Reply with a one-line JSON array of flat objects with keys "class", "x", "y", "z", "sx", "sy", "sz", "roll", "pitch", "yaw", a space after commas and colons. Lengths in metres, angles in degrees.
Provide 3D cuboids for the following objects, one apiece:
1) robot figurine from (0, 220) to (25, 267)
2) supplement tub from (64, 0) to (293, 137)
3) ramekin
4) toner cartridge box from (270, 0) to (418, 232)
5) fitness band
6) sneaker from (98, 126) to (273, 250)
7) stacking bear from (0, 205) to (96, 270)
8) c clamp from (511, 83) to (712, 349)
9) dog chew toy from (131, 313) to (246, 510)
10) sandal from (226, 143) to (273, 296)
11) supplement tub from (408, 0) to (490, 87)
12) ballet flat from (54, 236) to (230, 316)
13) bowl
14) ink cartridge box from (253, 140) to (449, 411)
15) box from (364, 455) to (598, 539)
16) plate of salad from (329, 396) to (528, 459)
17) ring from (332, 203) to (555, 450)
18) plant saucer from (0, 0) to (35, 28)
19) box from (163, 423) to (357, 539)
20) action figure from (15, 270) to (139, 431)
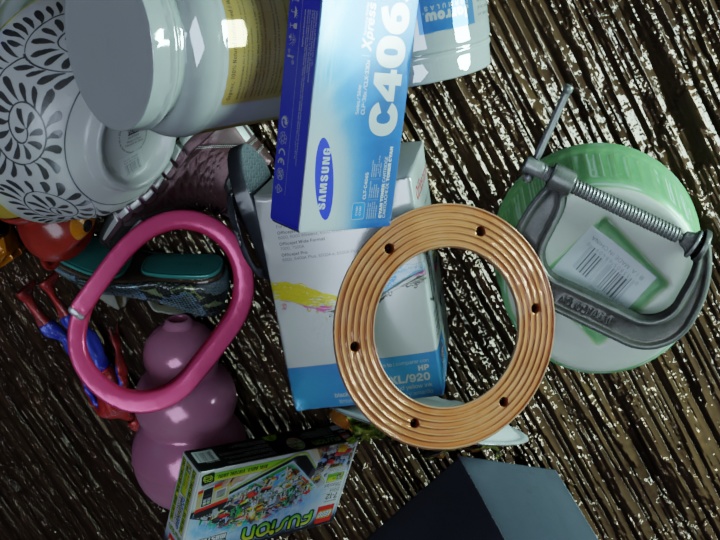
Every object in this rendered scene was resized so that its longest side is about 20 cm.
[{"class": "robot figurine", "x": -0.390, "y": -0.109, "z": 0.945, "sx": 0.143, "sy": 0.058, "sz": 0.203, "roll": -26, "pitch": 103, "yaw": 17}, {"class": "supplement tub", "x": -0.110, "y": -0.184, "z": 0.716, "sx": 0.143, "sy": 0.198, "sz": 0.148, "roll": 18, "pitch": 116, "yaw": 41}, {"class": "ramekin", "x": 0.216, "y": -0.006, "z": 0.847, "sx": 0.195, "sy": 0.098, "sz": 0.205, "roll": 3, "pitch": 110, "yaw": 9}, {"class": "toner cartridge box", "x": -0.011, "y": -0.134, "z": 0.697, "sx": 0.043, "sy": 0.094, "sz": 0.205, "roll": 24, "pitch": 113, "yaw": 47}, {"class": "fitness band", "x": -0.188, "y": 0.037, "z": 0.877, "sx": 0.143, "sy": 0.037, "sz": 0.201, "roll": 39, "pitch": 84, "yaw": -10}, {"class": "sneaker", "x": -0.163, "y": -0.062, "z": 0.912, "sx": 0.115, "sy": 0.076, "sz": 0.200, "roll": 44, "pitch": 110, "yaw": -10}, {"class": "stacking bear", "x": -0.310, "y": -0.092, "z": 0.852, "sx": 0.111, "sy": 0.123, "sz": 0.202, "roll": 4, "pitch": 137, "yaw": 26}, {"class": "c clamp", "x": 0.211, "y": -0.028, "z": 0.773, "sx": 0.197, "sy": 0.027, "sz": 0.173, "roll": 30, "pitch": 112, "yaw": 0}, {"class": "dog chew toy", "x": -0.179, "y": 0.144, "z": 0.958, "sx": 0.121, "sy": 0.125, "sz": 0.205, "roll": 3, "pitch": 109, "yaw": 9}, {"class": "sandal", "x": -0.095, "y": -0.027, "z": 0.875, "sx": 0.042, "sy": 0.077, "sz": 0.203, "roll": -7, "pitch": 133, "yaw": 8}, {"class": "supplement tub", "x": 0.036, "y": -0.265, "z": 0.774, "sx": 0.129, "sy": 0.132, "sz": 0.204, "roll": -7, "pitch": 108, "yaw": 12}, {"class": "ballet flat", "x": -0.230, "y": 0.013, "z": 0.957, "sx": 0.195, "sy": 0.074, "sz": 0.076, "roll": 9, "pitch": 111, "yaw": 11}, {"class": "bowl", "x": -0.219, "y": -0.123, "z": 0.784, "sx": 0.093, "sy": 0.199, "sz": 0.205, "roll": 22, "pitch": 114, "yaw": 31}, {"class": "ink cartridge box", "x": 0.000, "y": 0.000, "z": 0.863, "sx": 0.141, "sy": 0.148, "sz": 0.204, "roll": -7, "pitch": 108, "yaw": 10}, {"class": "box", "x": 0.111, "y": 0.285, "z": 0.910, "sx": 0.182, "sy": 0.198, "sz": 0.105, "roll": -44, "pitch": 54, "yaw": 20}, {"class": "plate of salad", "x": 0.060, "y": 0.149, "z": 0.879, "sx": 0.195, "sy": 0.200, "sz": 0.049, "roll": 10, "pitch": 89, "yaw": 7}, {"class": "ring", "x": 0.071, "y": 0.047, "z": 0.772, "sx": 0.196, "sy": 0.019, "sz": 0.206, "roll": -1, "pitch": 93, "yaw": -16}, {"class": "plant saucer", "x": -0.280, "y": -0.207, "z": 0.878, "sx": 0.195, "sy": 0.051, "sz": 0.204, "roll": -3, "pitch": 121, "yaw": -5}, {"class": "box", "x": -0.099, "y": 0.224, "z": 0.949, "sx": 0.035, "sy": 0.197, "sz": 0.112, "roll": 36, "pitch": 119, "yaw": 42}, {"class": "action figure", "x": -0.290, "y": 0.093, "z": 1.003, "sx": 0.064, "sy": 0.052, "sz": 0.203, "roll": -20, "pitch": 109, "yaw": 22}]
